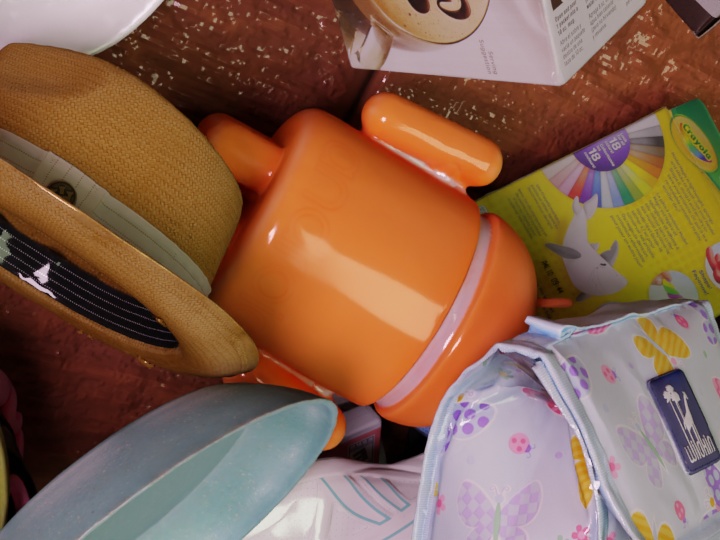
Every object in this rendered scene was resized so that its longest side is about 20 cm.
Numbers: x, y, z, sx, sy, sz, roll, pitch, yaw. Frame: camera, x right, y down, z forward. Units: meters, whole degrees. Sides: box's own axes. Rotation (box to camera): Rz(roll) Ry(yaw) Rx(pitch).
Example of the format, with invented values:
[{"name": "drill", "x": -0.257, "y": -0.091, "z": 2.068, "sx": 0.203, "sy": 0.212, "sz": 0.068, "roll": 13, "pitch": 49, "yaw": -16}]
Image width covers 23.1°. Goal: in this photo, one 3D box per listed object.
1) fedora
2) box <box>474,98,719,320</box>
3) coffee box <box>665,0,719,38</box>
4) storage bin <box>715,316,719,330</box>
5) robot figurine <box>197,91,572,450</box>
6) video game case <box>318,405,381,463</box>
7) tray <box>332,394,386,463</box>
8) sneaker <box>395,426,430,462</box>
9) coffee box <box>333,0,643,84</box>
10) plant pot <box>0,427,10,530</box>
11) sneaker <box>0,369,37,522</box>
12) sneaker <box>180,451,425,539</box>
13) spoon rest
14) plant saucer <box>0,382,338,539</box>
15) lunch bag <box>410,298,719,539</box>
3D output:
[{"name": "fedora", "x": -0.115, "y": -0.034, "z": 0.733, "sx": 0.201, "sy": 0.200, "sz": 0.082, "roll": 47, "pitch": 67, "yaw": -42}, {"name": "box", "x": 0.130, "y": -0.006, "z": 0.955, "sx": 0.199, "sy": 0.118, "sz": 0.048, "roll": -26, "pitch": 171, "yaw": -18}, {"name": "coffee box", "x": 0.131, "y": -0.218, "z": 0.760, "sx": 0.113, "sy": 0.200, "sz": 0.080, "roll": -39, "pitch": 177, "yaw": -30}, {"name": "storage bin", "x": 0.236, "y": 0.098, "z": 1.085, "sx": 0.199, "sy": 0.145, "sz": 0.135, "roll": -31, "pitch": 102, "yaw": -15}, {"name": "robot figurine", "x": -0.001, "y": 0.002, "z": 0.840, "sx": 0.199, "sy": 0.117, "sz": 0.144, "roll": 30, "pitch": 55, "yaw": -13}, {"name": "video game case", "x": -0.055, "y": 0.172, "z": 0.967, "sx": 0.142, "sy": 0.017, "sz": 0.201, "roll": -22, "pitch": 137, "yaw": -25}, {"name": "tray", "x": -0.071, "y": 0.124, "z": 0.951, "sx": 0.199, "sy": 0.022, "sz": 0.108, "roll": -26, "pitch": 127, "yaw": -20}, {"name": "sneaker", "x": 0.064, "y": 0.121, "z": 1.016, "sx": 0.089, "sy": 0.079, "sz": 0.201, "roll": -30, "pitch": 121, "yaw": -7}, {"name": "coffee box", "x": 0.034, "y": -0.184, "z": 0.710, "sx": 0.080, "sy": 0.113, "sz": 0.201, "roll": -45, "pitch": 131, "yaw": -37}, {"name": "plant pot", "x": -0.247, "y": 0.123, "z": 0.673, "sx": 0.199, "sy": 0.184, "sz": 0.201, "roll": -1, "pitch": 113, "yaw": -2}, {"name": "sneaker", "x": -0.173, "y": 0.142, "z": 0.839, "sx": 0.079, "sy": 0.095, "sz": 0.201, "roll": -23, "pitch": 127, "yaw": -14}, {"name": "sneaker", "x": 0.003, "y": 0.138, "z": 0.888, "sx": 0.199, "sy": 0.081, "sz": 0.070, "roll": -6, "pitch": 155, "yaw": -25}, {"name": "spoon rest", "x": -0.088, "y": -0.166, "z": 0.745, "sx": 0.200, "sy": 0.061, "sz": 0.100, "roll": -42, "pitch": 131, "yaw": -8}, {"name": "plant saucer", "x": -0.097, "y": 0.108, "z": 0.751, "sx": 0.200, "sy": 0.036, "sz": 0.200, "roll": -38, "pitch": 164, "yaw": -12}, {"name": "lunch bag", "x": 0.112, "y": 0.117, "z": 0.827, "sx": 0.169, "sy": 0.127, "sz": 0.201, "roll": -7, "pitch": 105, "yaw": -54}]
